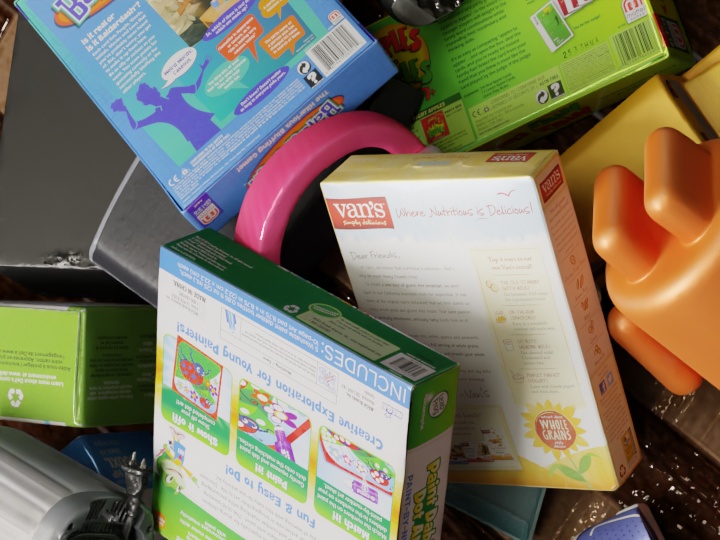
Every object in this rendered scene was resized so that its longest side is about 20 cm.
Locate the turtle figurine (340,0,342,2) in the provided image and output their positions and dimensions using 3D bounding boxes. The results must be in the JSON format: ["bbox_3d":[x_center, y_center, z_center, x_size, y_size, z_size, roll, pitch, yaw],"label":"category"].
[{"bbox_3d":[-0.088,-0.231,1.537,0.161,0.064,0.201,-18,79,27],"label":"turtle figurine"}]

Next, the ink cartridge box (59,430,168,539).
[{"bbox_3d":[-0.158,0.227,1.545,0.144,0.084,0.201,-40,70,22],"label":"ink cartridge box"}]

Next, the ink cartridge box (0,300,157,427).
[{"bbox_3d":[-0.218,0.057,1.551,0.199,0.148,0.076,1,90,30],"label":"ink cartridge box"}]

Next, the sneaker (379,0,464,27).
[{"bbox_3d":[0.028,-0.225,1.451,0.090,0.070,0.201,-18,53,41],"label":"sneaker"}]

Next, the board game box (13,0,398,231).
[{"bbox_3d":[-0.095,-0.140,1.423,0.152,0.045,0.200,-40,61,1],"label":"board game box"}]

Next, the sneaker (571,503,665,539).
[{"bbox_3d":[0.093,0.220,1.389,0.199,0.115,0.081,-37,72,22],"label":"sneaker"}]

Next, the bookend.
[{"bbox_3d":[-0.125,-0.085,1.537,0.197,0.092,0.201,1,78,18],"label":"bookend"}]

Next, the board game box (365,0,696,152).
[{"bbox_3d":[0.092,-0.132,1.443,0.199,0.048,0.102,-25,76,26],"label":"board game box"}]

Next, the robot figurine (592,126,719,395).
[{"bbox_3d":[0.215,0.006,1.300,0.144,0.200,0.117,-54,24,-2],"label":"robot figurine"}]

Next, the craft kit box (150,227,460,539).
[{"bbox_3d":[-0.037,0.103,1.351,0.199,0.048,0.199,29,124,35],"label":"craft kit box"}]

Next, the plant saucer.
[{"bbox_3d":[0.092,0.072,1.396,0.070,0.019,0.201,26,131,18],"label":"plant saucer"}]

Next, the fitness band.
[{"bbox_3d":[0.000,0.000,1.418,0.143,0.201,0.037,-33,39,-18],"label":"fitness band"}]

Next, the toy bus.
[{"bbox_3d":[0.158,-0.053,1.383,0.200,0.078,0.065,-41,70,24],"label":"toy bus"}]

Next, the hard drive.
[{"bbox_3d":[-0.069,-0.061,1.442,0.135,0.042,0.200,34,86,21],"label":"hard drive"}]

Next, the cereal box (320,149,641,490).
[{"bbox_3d":[0.069,0.029,1.346,0.143,0.040,0.201,1,118,35],"label":"cereal box"}]

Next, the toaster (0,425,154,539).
[{"bbox_3d":[-0.215,0.177,1.429,0.129,0.113,0.201,28,100,30],"label":"toaster"}]
